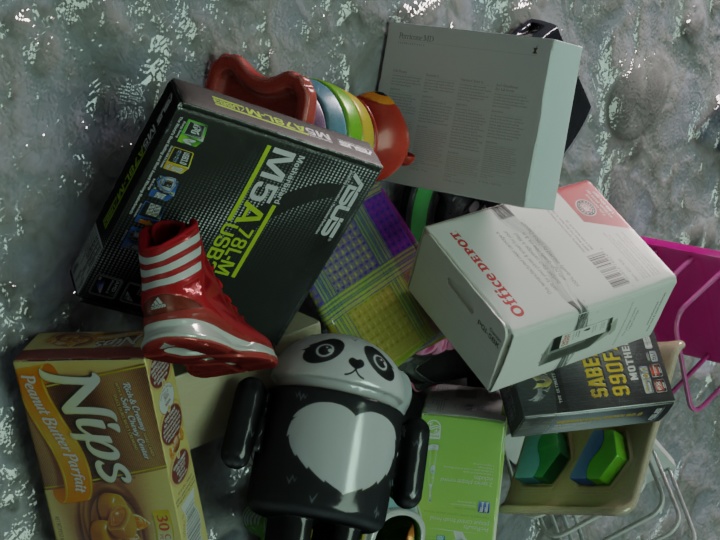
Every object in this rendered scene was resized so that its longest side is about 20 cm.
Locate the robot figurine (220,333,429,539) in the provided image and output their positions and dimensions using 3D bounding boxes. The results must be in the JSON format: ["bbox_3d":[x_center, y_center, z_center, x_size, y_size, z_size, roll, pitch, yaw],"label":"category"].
[{"bbox_3d":[-0.029,0.154,1.461,0.150,0.124,0.201,31,66,-54],"label":"robot figurine"}]

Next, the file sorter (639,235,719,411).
[{"bbox_3d":[0.301,0.056,1.843,0.125,0.199,0.140,-36,124,-35],"label":"file sorter"}]

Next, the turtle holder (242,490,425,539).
[{"bbox_3d":[-0.022,0.230,1.594,0.141,0.131,0.186,-57,134,-19],"label":"turtle holder"}]

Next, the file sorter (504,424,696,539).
[{"bbox_3d":[0.259,0.238,1.857,0.138,0.125,0.200,-30,134,16],"label":"file sorter"}]

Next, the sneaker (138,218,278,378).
[{"bbox_3d":[-0.119,0.019,1.365,0.200,0.078,0.116,41,41,-74],"label":"sneaker"}]

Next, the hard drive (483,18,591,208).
[{"bbox_3d":[0.166,-0.158,1.726,0.200,0.042,0.135,-48,121,-42],"label":"hard drive"}]

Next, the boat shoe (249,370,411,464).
[{"bbox_3d":[-0.039,0.134,1.597,0.200,0.070,0.071,-24,118,-40],"label":"boat shoe"}]

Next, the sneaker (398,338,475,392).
[{"bbox_3d":[0.080,0.084,1.702,0.199,0.079,0.096,10,126,-36],"label":"sneaker"}]

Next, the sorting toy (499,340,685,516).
[{"bbox_3d":[0.229,0.157,1.736,0.036,0.185,0.201,37,64,-28],"label":"sorting toy"}]

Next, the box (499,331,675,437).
[{"bbox_3d":[0.202,0.056,1.668,0.158,0.048,0.201,-4,61,-15],"label":"box"}]

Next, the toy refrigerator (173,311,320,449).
[{"bbox_3d":[-0.129,0.095,1.496,0.199,0.070,0.076,-20,121,-42],"label":"toy refrigerator"}]

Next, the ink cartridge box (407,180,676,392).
[{"bbox_3d":[0.165,0.012,1.580,0.199,0.147,0.083,-16,142,-30],"label":"ink cartridge box"}]

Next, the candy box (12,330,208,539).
[{"bbox_3d":[-0.201,0.150,1.390,0.055,0.115,0.201,-59,144,-63],"label":"candy box"}]

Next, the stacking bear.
[{"bbox_3d":[-0.033,-0.120,1.516,0.200,0.121,0.114,-1,107,-51],"label":"stacking bear"}]

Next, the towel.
[{"bbox_3d":[0.000,0.000,1.582,0.143,0.023,0.201,-34,95,-38],"label":"towel"}]

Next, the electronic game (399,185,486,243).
[{"bbox_3d":[0.108,-0.053,1.728,0.199,0.042,0.201,-14,110,-44],"label":"electronic game"}]

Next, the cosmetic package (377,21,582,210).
[{"bbox_3d":[0.101,-0.145,1.580,0.052,0.199,0.152,2,99,-48],"label":"cosmetic package"}]

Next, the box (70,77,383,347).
[{"bbox_3d":[-0.110,-0.041,1.399,0.192,0.048,0.200,18,118,-30],"label":"box"}]

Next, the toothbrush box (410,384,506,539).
[{"bbox_3d":[0.097,0.226,1.704,0.146,0.086,0.201,-51,147,-81],"label":"toothbrush box"}]

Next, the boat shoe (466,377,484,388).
[{"bbox_3d":[0.182,0.050,1.809,0.075,0.075,0.203,24,93,-36],"label":"boat shoe"}]
